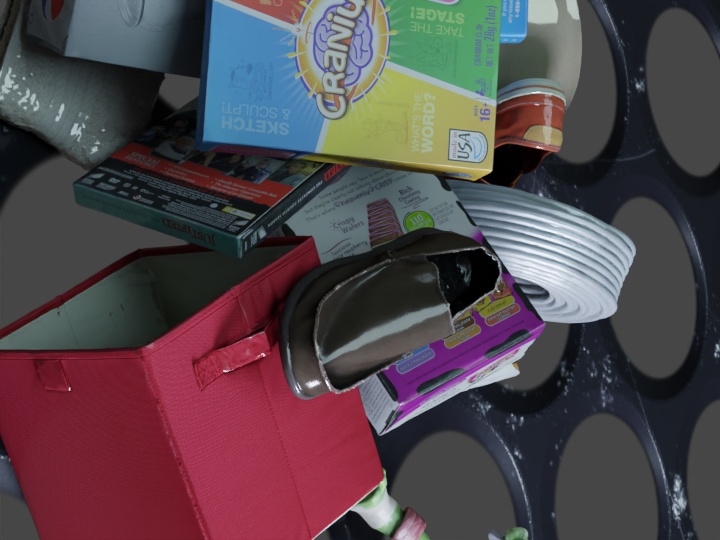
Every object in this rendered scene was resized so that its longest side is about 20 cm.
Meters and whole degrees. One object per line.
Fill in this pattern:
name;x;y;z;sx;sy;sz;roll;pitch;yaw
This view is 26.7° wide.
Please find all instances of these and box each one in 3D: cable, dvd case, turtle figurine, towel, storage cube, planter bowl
cable;0.127;-0.013;1.276;0.199;0.199;0.070;27;73;-40
dvd case;-0.082;-0.082;1.062;0.200;0.145;0.022;-44;141;-43
turtle figurine;0.069;0.253;1.187;0.193;0.144;0.200;38;12;-16
towel;-0.188;-0.174;1.078;0.132;0.034;0.202;32;61;-40
storage cube;-0.116;0.096;0.993;0.171;0.198;0.182;-35;114;-46
planter bowl;0.078;-0.204;1.282;0.133;0.200;0.203;-17;96;-22

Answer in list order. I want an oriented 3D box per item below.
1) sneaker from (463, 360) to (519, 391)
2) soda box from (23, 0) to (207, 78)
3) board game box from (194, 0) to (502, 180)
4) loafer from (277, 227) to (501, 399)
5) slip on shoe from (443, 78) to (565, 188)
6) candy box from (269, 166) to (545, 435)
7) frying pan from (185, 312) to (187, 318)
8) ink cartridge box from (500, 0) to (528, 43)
sneaker;0.063;0.051;1.209;0.077;0.200;0.078;-11;99;-19
soda box;-0.125;-0.172;1.045;0.198;0.063;0.069;5;106;-41
board game box;-0.006;-0.147;1.013;0.197;0.040;0.155;4;85;-14
loafer;0.023;0.019;0.966;0.200;0.070;0.074;-35;115;-45
slip on shoe;0.102;-0.092;1.256;0.073;0.200;0.062;8;68;-28
candy box;0.019;-0.001;1.091;0.135;0.061;0.201;-25;72;-27
frying pan;-0.097;-0.006;1.129;0.114;0.031;0.192;-24;112;-44
ink cartridge box;0.029;-0.250;1.156;0.084;0.197;0.148;-74;166;-82
